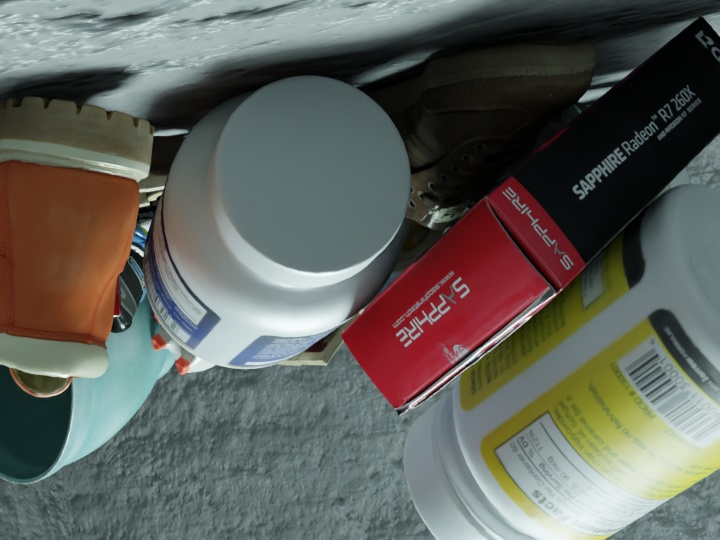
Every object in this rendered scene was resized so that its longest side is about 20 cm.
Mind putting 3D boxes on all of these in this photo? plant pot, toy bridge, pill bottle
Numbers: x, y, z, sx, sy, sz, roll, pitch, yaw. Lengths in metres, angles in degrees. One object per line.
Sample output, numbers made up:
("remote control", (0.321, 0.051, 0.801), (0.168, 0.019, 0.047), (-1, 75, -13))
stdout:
("plant pot", (-0.218, 0.041, 0.957), (0.199, 0.204, 0.133), (-9, -175, 45))
("toy bridge", (-0.121, -0.057, 0.722), (0.066, 0.028, 0.200), (-11, 180, -8))
("pill bottle", (-0.041, -0.020, 0.603), (0.109, 0.113, 0.200), (-10, 172, -16))
("pill bottle", (0.115, 0.061, 0.616), (0.113, 0.115, 0.200), (-12, 156, -49))

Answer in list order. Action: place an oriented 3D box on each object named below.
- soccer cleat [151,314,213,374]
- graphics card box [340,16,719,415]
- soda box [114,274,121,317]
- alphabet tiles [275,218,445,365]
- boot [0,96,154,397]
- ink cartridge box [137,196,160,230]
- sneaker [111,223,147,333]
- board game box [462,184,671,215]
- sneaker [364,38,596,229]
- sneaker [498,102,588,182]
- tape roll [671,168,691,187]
("soccer cleat", (-0.096, -0.012, 0.875), (0.077, 0.069, 0.202), (-30, 151, -38))
("graphics card box", (0.089, -0.028, 0.580), (0.199, 0.051, 0.125), (-38, 175, -40))
("soda box", (-0.224, -0.004, 0.643), (0.197, 0.065, 0.070), (-2, 178, -27))
("alphabet tiles", (0.013, -0.027, 0.748), (0.201, 0.008, 0.167), (-55, -161, -19))
("boot", (-0.135, -0.004, 0.540), (0.074, 0.109, 0.200), (7, 177, -16))
("ink cartridge box", (-0.104, -0.061, 1.065), (0.197, 0.041, 0.200), (-11, 177, -18))
("sneaker", (-0.209, -0.003, 0.734), (0.197, 0.084, 0.070), (11, 171, -35))
("board game box", (0.118, -0.018, 0.755), (0.132, 0.035, 0.200), (-14, -165, 15))
("sneaker", (0.051, -0.061, 0.621), (0.069, 0.077, 0.199), (-10, -178, -25))
("sneaker", (0.063, -0.082, 0.885), (0.198, 0.077, 0.079), (-16, 164, 29))
("tape roll", (0.157, -0.024, 0.970), (0.200, 0.072, 0.202), (-21, 179, 0))
